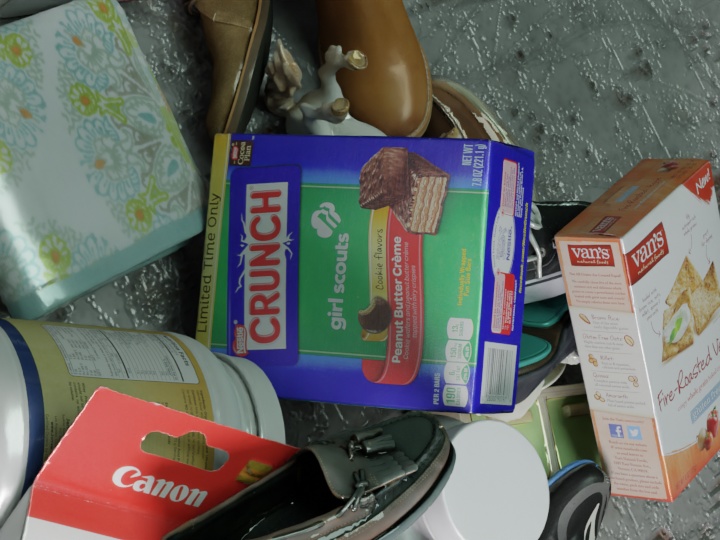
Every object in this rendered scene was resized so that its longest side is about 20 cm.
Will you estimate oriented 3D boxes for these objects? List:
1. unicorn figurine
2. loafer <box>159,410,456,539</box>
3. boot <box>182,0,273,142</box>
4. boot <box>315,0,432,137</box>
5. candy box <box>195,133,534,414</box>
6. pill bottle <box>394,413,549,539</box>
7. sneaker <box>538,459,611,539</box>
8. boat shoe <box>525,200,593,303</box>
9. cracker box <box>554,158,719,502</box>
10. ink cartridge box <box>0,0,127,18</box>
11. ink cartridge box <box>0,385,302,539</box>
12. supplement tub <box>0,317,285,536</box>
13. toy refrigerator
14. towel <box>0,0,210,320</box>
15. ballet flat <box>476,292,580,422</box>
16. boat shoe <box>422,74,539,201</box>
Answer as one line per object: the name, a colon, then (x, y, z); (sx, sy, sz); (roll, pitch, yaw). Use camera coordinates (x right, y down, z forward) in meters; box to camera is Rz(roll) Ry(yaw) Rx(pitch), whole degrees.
unicorn figurine: (0.008, -0.068, 1.492); (0.074, 0.137, 0.200); (-32, 83, -29)
loafer: (-0.028, 0.131, 1.227); (0.200, 0.072, 0.063); (-34, 126, -26)
boot: (-0.094, -0.177, 1.486); (0.075, 0.074, 0.201); (8, 73, -5)
boot: (-0.006, -0.191, 1.484); (0.073, 0.155, 0.201); (-18, 76, 0)
candy box: (0.000, 0.000, 1.382); (0.077, 0.199, 0.170); (10, 84, -62)
pill bottle: (0.024, 0.153, 1.377); (0.112, 0.200, 0.113); (11, 70, -34)
sneaker: (0.138, 0.228, 1.488); (0.071, 0.082, 0.201); (22, 83, -45)
boat shoe: (0.096, -0.022, 1.480); (0.198, 0.074, 0.068); (-15, 131, -27)
cracker box: (0.205, 0.039, 1.511); (0.134, 0.057, 0.201); (-38, 121, -46)
ink cartridge box: (-0.192, -0.276, 1.414); (0.146, 0.083, 0.201); (-14, 86, -38)
ink cartridge box: (-0.132, 0.171, 1.225); (0.161, 0.200, 0.050); (21, 24, -42)
supplement tub: (-0.158, 0.105, 1.290); (0.199, 0.144, 0.145); (7, 73, -36)
toy refrigerator: (0.133, 0.122, 1.553); (0.199, 0.070, 0.076); (-3, 79, -37)
towel: (-0.183, -0.073, 1.359); (0.200, 0.048, 0.172); (-31, 95, -54)
ballet flat: (0.108, 0.061, 1.477); (0.073, 0.073, 0.200); (61, 36, -6)
boat shoe: (0.083, -0.046, 1.563); (0.072, 0.076, 0.201); (-36, 98, -36)
